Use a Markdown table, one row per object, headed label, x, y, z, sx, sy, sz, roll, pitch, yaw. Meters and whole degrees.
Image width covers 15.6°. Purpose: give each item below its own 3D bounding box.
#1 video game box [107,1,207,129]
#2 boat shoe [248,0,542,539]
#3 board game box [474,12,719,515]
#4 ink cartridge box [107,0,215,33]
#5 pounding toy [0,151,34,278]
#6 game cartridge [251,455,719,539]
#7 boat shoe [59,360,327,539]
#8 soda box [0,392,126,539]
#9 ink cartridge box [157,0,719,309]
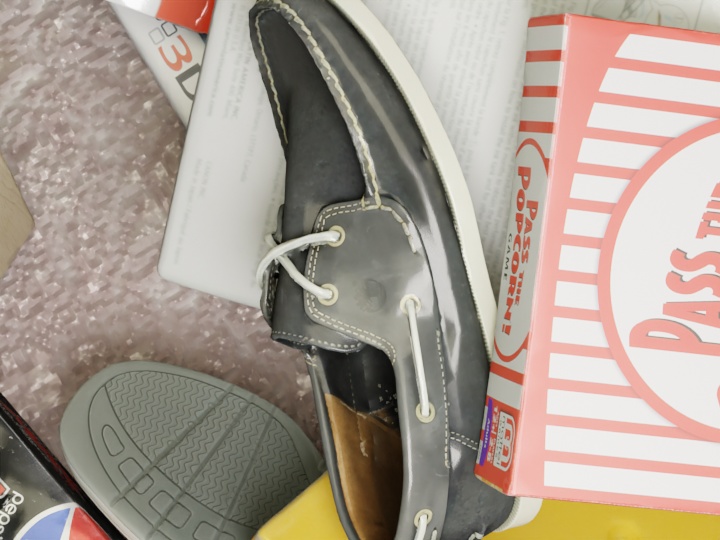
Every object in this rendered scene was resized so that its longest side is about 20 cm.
| label | x | y | z | sx | sy | sz | roll | pitch | yaw |
| --- | --- | --- | --- | --- | --- | --- | --- | --- | --- |
| video game box | 0.000 | -0.131 | 1.011 | 0.200 | 0.047 | 0.182 | -32 | 79 | -1 |
| boat shoe | 0.000 | 0.000 | 0.862 | 0.068 | 0.072 | 0.200 | -20 | 96 | -26 |
| board game box | 0.145 | 0.005 | 0.845 | 0.200 | 0.046 | 0.152 | 6 | 93 | -12 |
| ink cartridge box | -0.067 | -0.173 | 0.951 | 0.200 | 0.057 | 0.163 | 28 | 105 | 26 |
| pounding toy | -0.244 | -0.023 | 0.957 | 0.200 | 0.184 | 0.142 | 32 | 80 | 4 |
| game cartridge | 0.089 | 0.101 | 0.926 | 0.200 | 0.032 | 0.176 | -37 | 76 | -29 |
| boat shoe | -0.024 | 0.107 | 0.956 | 0.202 | 0.065 | 0.074 | 30 | 60 | 10 |
| soda box | -0.104 | 0.128 | 0.955 | 0.063 | 0.071 | 0.200 | -42 | 78 | -4 |
| ink cartridge box | 0.041 | -0.049 | 0.913 | 0.200 | 0.047 | 0.160 | 16 | 104 | 9 |
